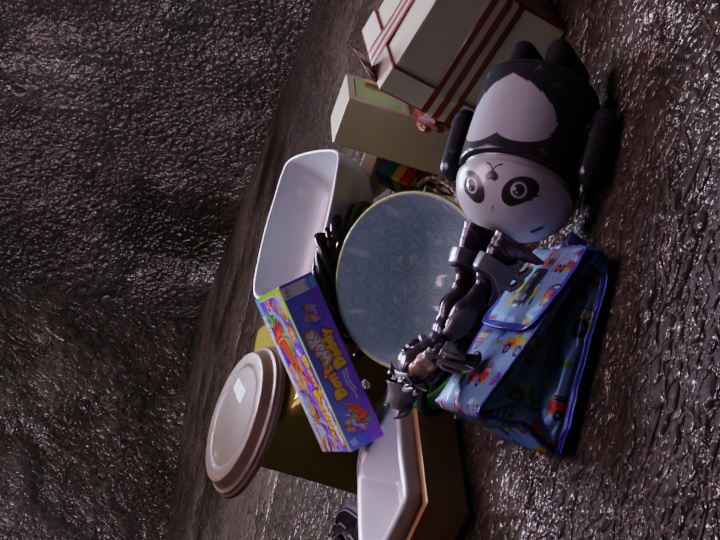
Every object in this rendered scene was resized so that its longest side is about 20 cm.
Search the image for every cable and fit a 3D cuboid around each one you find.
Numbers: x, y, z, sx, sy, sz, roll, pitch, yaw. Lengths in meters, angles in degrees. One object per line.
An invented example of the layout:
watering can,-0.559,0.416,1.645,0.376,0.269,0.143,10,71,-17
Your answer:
cable,0.000,0.000,1.706,0.050,0.165,0.200,-5,30,37

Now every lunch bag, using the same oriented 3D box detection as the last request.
lunch bag,0.168,0.059,1.327,0.202,0.093,0.150,-64,9,-7

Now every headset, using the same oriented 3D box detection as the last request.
headset,0.108,0.056,1.473,0.200,0.094,0.124,-49,-26,-11

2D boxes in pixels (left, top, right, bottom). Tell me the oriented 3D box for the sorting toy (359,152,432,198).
sorting toy,0.075,-0.185,1.886,0.199,0.069,0.202,-41,-26,-63

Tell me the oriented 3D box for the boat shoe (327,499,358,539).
boat shoe,-0.008,0.328,1.726,0.073,0.070,0.200,61,164,-1

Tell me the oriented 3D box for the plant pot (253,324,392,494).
plant pot,-0.027,0.149,1.831,0.200,0.192,0.198,134,150,-56

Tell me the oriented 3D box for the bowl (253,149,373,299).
bowl,-0.054,-0.045,1.798,0.199,0.074,0.203,0,73,65

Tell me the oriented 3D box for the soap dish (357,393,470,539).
soap dish,0.056,0.248,1.566,0.201,0.080,0.159,-95,23,-57

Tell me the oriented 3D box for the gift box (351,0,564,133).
gift box,0.098,-0.277,1.664,0.188,0.198,0.185,-57,19,24

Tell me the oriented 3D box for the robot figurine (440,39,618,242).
robot figurine,0.165,-0.127,1.396,0.150,0.124,0.202,-34,35,67

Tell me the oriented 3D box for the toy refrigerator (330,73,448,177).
toy refrigerator,0.068,-0.173,1.740,0.076,0.198,0.071,-94,23,-60

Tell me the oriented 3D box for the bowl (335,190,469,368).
bowl,0.081,0.015,1.616,0.107,0.198,0.203,7,-79,-59

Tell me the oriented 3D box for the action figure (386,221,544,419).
action figure,0.085,0.055,1.335,0.201,0.069,0.130,-58,18,-2

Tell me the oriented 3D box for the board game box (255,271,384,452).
board game box,-0.050,0.109,1.644,0.202,0.044,0.134,66,163,0

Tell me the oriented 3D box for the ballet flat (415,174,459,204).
ballet flat,0.106,-0.073,1.769,0.200,0.063,0.077,-123,51,-73

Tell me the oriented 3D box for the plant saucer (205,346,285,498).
plant saucer,-0.152,0.190,1.817,0.201,0.029,0.202,-52,26,39

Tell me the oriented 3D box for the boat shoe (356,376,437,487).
boat shoe,0.048,0.190,1.686,0.086,0.074,0.204,2,-70,-88
